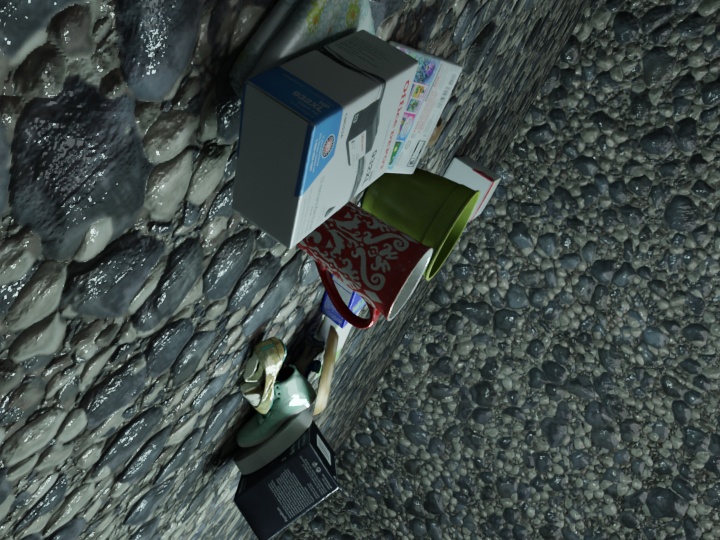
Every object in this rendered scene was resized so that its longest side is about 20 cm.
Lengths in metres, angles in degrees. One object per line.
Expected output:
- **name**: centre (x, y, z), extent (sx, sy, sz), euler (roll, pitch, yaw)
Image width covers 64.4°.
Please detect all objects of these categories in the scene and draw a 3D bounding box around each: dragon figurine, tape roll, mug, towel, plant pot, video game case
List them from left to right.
- **tape roll**: centre (-0.198, 0.380, 1.297), extent (0.200, 0.038, 0.203), euler (-35, -176, 3)
- **dragon figurine**: centre (-0.130, 0.231, 1.353), extent (0.100, 0.058, 0.202), euler (-48, 163, -36)
- **towel**: centre (-0.051, -0.227, 0.615), extent (0.203, 0.047, 0.171), euler (-57, 168, -8)
- **plant pot**: centre (-0.076, 0.227, 1.300), extent (0.200, 0.027, 0.206), euler (-168, -91, -88)
- **mug**: centre (-0.009, -0.013, 0.927), extent (0.180, 0.198, 0.133), euler (-56, 168, 1)
- **video game case**: centre (0.068, -0.255, 0.933), extent (0.179, 0.024, 0.203), euler (-8, 131, -47)
- **plant pot**: centre (0.109, -0.119, 1.154), extent (0.202, 0.190, 0.201), euler (-53, 166, -19)

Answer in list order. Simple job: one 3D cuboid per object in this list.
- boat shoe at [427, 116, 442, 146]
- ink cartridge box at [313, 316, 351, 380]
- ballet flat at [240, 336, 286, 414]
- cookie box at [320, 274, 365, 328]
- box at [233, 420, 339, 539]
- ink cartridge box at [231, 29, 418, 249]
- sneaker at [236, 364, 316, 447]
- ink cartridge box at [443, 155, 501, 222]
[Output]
- **boat shoe**: centre (0.112, -0.277, 1.067), extent (0.200, 0.073, 0.070), euler (-40, 165, -53)
- **ink cartridge box**: centre (-0.067, 0.163, 1.462), extent (0.203, 0.047, 0.145), euler (-63, 167, 21)
- **ballet flat**: centre (-0.191, 0.203, 1.067), extent (0.071, 0.070, 0.203), euler (-42, 160, -49)
- **cookie box**: centre (0.000, 0.000, 1.277), extent (0.171, 0.074, 0.203), euler (-45, 162, -45)
- **box**: centre (-0.159, 0.451, 1.257), extent (0.198, 0.119, 0.197), euler (-36, -176, -3)
- **ink cartridge box**: centre (-0.034, -0.141, 0.592), extent (0.200, 0.083, 0.147), euler (-44, 160, -44)
- **sneaker**: centre (-0.202, 0.283, 1.229), extent (0.198, 0.074, 0.120), euler (-35, 125, -10)
- **ink cartridge box**: centre (0.342, -0.265, 1.820), extent (0.147, 0.144, 0.199), euler (-62, 166, 22)
